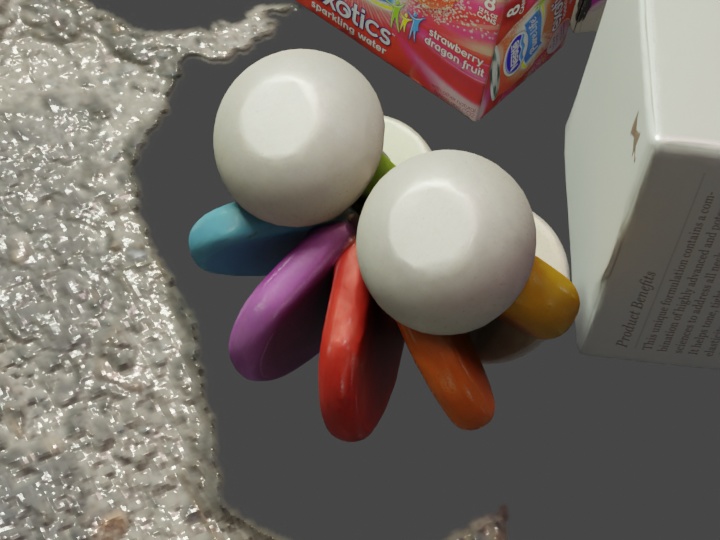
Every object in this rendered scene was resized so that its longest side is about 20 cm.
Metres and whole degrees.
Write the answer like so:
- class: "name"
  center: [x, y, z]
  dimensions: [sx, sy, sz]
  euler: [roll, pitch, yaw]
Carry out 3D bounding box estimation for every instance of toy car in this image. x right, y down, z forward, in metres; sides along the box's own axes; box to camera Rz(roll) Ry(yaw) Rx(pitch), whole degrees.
- class: "toy car"
  center: [0.000, 0.000, 0.870]
  dimensions: [0.199, 0.175, 0.151]
  euler: [36, 91, 19]

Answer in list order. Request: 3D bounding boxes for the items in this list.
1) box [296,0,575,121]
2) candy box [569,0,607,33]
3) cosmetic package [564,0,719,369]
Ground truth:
- class: "box"
  center: [0.026, -0.194, 1.047]
  dimensions: [0.199, 0.100, 0.095]
  euler: [36, 55, 19]
- class: "candy box"
  center: [0.173, -0.244, 1.135]
  dimensions: [0.135, 0.061, 0.202]
  euler: [-6, 53, -14]
- class: "cosmetic package"
  center: [0.220, -0.059, 0.924]
  dimensions: [0.197, 0.168, 0.168]
  euler: [7, 51, -4]
